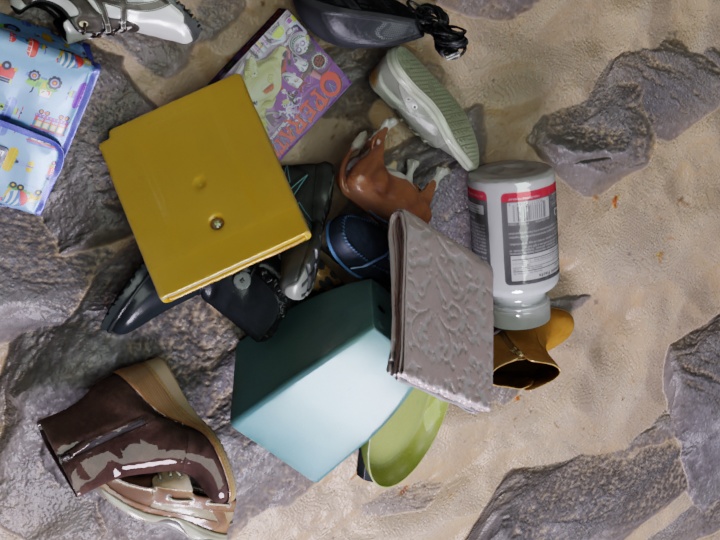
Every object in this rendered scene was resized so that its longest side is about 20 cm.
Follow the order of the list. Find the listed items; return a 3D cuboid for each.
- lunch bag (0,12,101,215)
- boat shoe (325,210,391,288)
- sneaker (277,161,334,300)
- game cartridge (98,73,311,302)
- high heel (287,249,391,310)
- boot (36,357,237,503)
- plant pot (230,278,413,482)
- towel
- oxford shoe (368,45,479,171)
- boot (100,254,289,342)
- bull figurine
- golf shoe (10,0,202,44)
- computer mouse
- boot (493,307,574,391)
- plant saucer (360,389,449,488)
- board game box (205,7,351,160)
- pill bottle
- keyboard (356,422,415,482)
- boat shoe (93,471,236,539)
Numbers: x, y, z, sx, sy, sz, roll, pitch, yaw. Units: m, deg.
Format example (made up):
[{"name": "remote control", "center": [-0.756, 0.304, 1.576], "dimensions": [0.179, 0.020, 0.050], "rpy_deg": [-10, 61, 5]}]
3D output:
[{"name": "lunch bag", "center": [-0.377, -0.156, 1.172], "dimensions": [0.150, 0.094, 0.201], "rpy_deg": [16, 110, -28]}, {"name": "boat shoe", "center": [0.043, -0.023, 1.320], "dimensions": [0.200, 0.068, 0.085], "rpy_deg": [21, 62, -46]}, {"name": "sneaker", "center": [-0.078, -0.047, 1.285], "dimensions": [0.079, 0.200, 0.076], "rpy_deg": [9, 135, -2]}, {"name": "game cartridge", "center": [-0.170, -0.090, 1.229], "dimensions": [0.176, 0.032, 0.201], "rpy_deg": [-24, 77, 0]}, {"name": "high heel", "center": [0.000, 0.000, 1.379], "dimensions": [0.199, 0.071, 0.143], "rpy_deg": [-13, 116, -11]}, {"name": "boot", "center": [-0.252, 0.214, 1.295], "dimensions": [0.166, 0.072, 0.200], "rpy_deg": [-32, 87, -29]}, {"name": "plant pot", "center": [-0.028, 0.113, 1.315], "dimensions": [0.200, 0.142, 0.141], "rpy_deg": [-38, 120, 23]}, {"name": "towel", "center": [0.092, 0.050, 1.279], "dimensions": [0.200, 0.032, 0.192], "rpy_deg": [29, 57, -50]}, {"name": "oxford shoe", "center": [0.079, -0.191, 1.378], "dimensions": [0.058, 0.075, 0.200], "rpy_deg": [-25, 131, 29]}, {"name": "boot", "center": [-0.172, 0.031, 1.286], "dimensions": [0.168, 0.076, 0.200], "rpy_deg": [39, 80, -8]}, {"name": "bull figurine", "center": [0.045, -0.091, 1.366], "dimensions": [0.200, 0.065, 0.122], "rpy_deg": [40, 65, -47]}, {"name": "golf shoe", "center": [-0.266, -0.266, 1.180], "dimensions": [0.199, 0.078, 0.095], "rpy_deg": [22, 79, -18]}, {"name": "computer mouse", "center": [0.015, -0.277, 1.297], "dimensions": [0.199, 0.139, 0.053], "rpy_deg": [7, 119, -17]}, {"name": "boot", "center": [0.224, 0.107, 1.472], "dimensions": [0.200, 0.144, 0.071], "rpy_deg": [-10, 109, -22]}, {"name": "plant saucer", "center": [0.055, 0.174, 1.427], "dimensions": [0.200, 0.031, 0.201], "rpy_deg": [-37, 137, -44]}, {"name": "board game box", "center": [-0.116, -0.187, 1.304], "dimensions": [0.200, 0.032, 0.120], "rpy_deg": [-48, 122, -6]}, {"name": "pill bottle", "center": [0.195, -0.031, 1.440], "dimensions": [0.110, 0.111, 0.201], "rpy_deg": [-12, 109, -21]}, {"name": "keyboard", "center": [0.034, 0.185, 1.466], "dimensions": [0.104, 0.040, 0.201], "rpy_deg": [-1, 103, -25]}, {"name": "boat shoe", "center": [-0.233, 0.265, 1.354], "dimensions": [0.200, 0.076, 0.072], "rpy_deg": [31, 83, -34]}]
